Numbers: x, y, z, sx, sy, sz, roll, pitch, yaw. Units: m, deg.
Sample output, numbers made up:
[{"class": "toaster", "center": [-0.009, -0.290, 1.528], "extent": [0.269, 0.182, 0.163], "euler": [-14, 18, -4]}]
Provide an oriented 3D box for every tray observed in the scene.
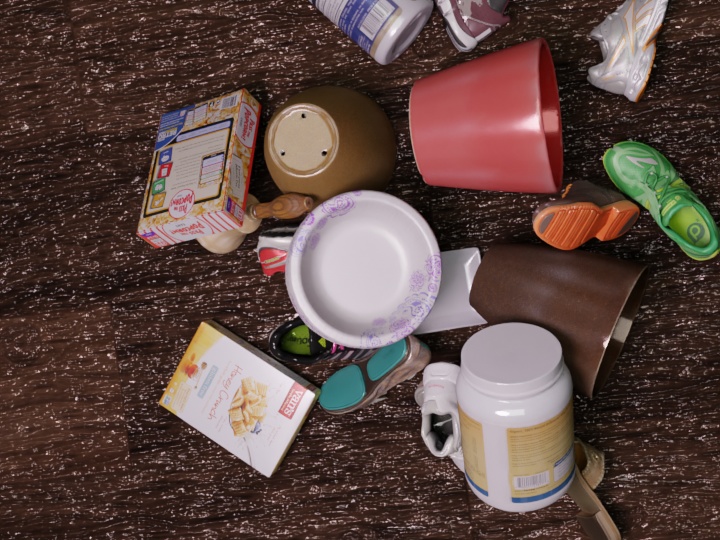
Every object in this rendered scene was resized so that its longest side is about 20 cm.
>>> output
[{"class": "tray", "center": [0.076, 0.034, 1.430], "extent": [0.198, 0.022, 0.108], "euler": [-8, 89, -12]}]

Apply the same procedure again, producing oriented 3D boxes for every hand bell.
[{"class": "hand bell", "center": [-0.132, -0.082, 1.400], "extent": [0.199, 0.104, 0.105], "euler": [-5, 92, 46]}]

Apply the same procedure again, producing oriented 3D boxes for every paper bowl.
[{"class": "paper bowl", "center": [0.000, 0.000, 1.353], "extent": [0.199, 0.104, 0.203], "euler": [0, 88, -10]}]

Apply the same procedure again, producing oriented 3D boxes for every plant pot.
[{"class": "plant pot", "center": [0.166, -0.192, 1.360], "extent": [0.176, 0.200, 0.202], "euler": [-5, 91, 18]}, {"class": "plant pot", "center": [0.251, 0.043, 1.364], "extent": [0.199, 0.187, 0.188], "euler": [23, 96, 20]}, {"class": "plant pot", "center": [-0.055, -0.164, 1.385], "extent": [0.185, 0.200, 0.188], "euler": [1, 93, 9]}]

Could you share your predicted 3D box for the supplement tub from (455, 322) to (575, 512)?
[{"class": "supplement tub", "center": [0.194, 0.182, 1.287], "extent": [0.143, 0.145, 0.201], "euler": [-3, 122, 9]}]

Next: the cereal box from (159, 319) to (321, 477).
[{"class": "cereal box", "center": [-0.174, 0.183, 1.491], "extent": [0.199, 0.040, 0.145], "euler": [31, 100, 11]}]

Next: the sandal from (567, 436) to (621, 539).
[{"class": "sandal", "center": [0.309, 0.275, 1.419], "extent": [0.069, 0.078, 0.213], "euler": [-31, 94, -22]}]

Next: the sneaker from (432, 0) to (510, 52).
[{"class": "sneaker", "center": [0.141, -0.411, 1.413], "extent": [0.115, 0.076, 0.201], "euler": [-28, 98, 4]}]

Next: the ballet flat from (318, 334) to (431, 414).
[{"class": "ballet flat", "center": [0.025, 0.152, 1.441], "extent": [0.200, 0.067, 0.069], "euler": [-34, 53, 39]}]

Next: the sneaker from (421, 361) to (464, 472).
[{"class": "sneaker", "center": [0.120, 0.222, 1.388], "extent": [0.077, 0.100, 0.201], "euler": [-5, 130, 30]}]

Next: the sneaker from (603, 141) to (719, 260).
[{"class": "sneaker", "center": [0.407, -0.098, 1.368], "extent": [0.200, 0.084, 0.074], "euler": [45, 99, 6]}]

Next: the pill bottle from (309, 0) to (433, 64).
[{"class": "pill bottle", "center": [-0.007, -0.386, 1.412], "extent": [0.200, 0.111, 0.111], "euler": [43, 98, 6]}]

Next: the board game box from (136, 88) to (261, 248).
[{"class": "board game box", "center": [-0.221, -0.141, 1.421], "extent": [0.150, 0.046, 0.201], "euler": [-11, 58, 29]}]

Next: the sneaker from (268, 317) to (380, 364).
[{"class": "sneaker", "center": [-0.040, 0.095, 1.448], "extent": [0.198, 0.087, 0.074], "euler": [-7, 91, 9]}]

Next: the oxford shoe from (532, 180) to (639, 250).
[{"class": "oxford shoe", "center": [0.279, -0.077, 1.346], "extent": [0.073, 0.199, 0.072], "euler": [50, 125, 31]}]

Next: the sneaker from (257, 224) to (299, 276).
[{"class": "sneaker", "center": [-0.047, -0.017, 1.464], "extent": [0.198, 0.077, 0.086], "euler": [4, 113, 10]}]

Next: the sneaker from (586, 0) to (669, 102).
[{"class": "sneaker", "center": [0.357, -0.333, 1.375], "extent": [0.091, 0.076, 0.202], "euler": [16, 94, 13]}]

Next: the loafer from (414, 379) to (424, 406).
[{"class": "loafer", "center": [0.176, 0.164, 1.432], "extent": [0.198, 0.063, 0.072], "euler": [0, 133, 19]}]
